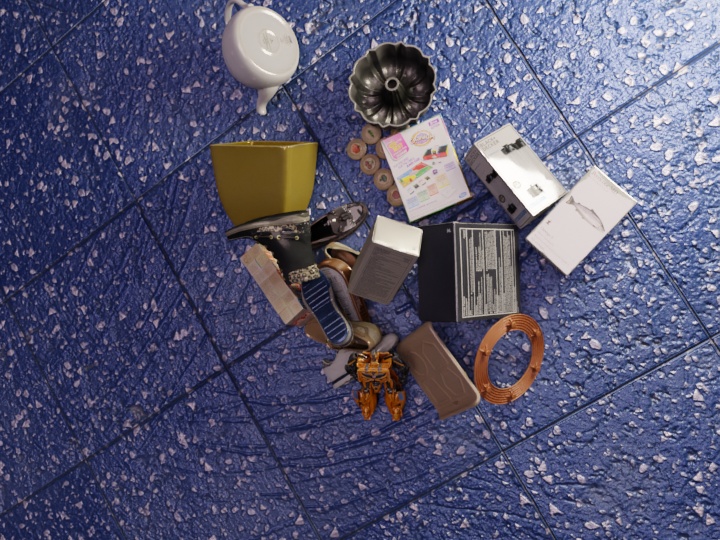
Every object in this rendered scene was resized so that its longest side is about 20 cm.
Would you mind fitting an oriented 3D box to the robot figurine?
[{"bbox_3d":[0.041,0.254,1.412,0.144,0.058,0.201,-1,132,11],"label":"robot figurine"}]

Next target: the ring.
[{"bbox_3d":[0.320,0.190,1.338,0.019,0.199,0.202,24,99,57],"label":"ring"}]

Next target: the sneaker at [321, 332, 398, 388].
[{"bbox_3d":[-0.002,0.195,1.474,0.199,0.076,0.081,-35,74,12],"label":"sneaker"}]

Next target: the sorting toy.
[{"bbox_3d":[0.170,0.220,1.392,0.036,0.185,0.201,-26,78,-29],"label":"sorting toy"}]

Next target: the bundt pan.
[{"bbox_3d":[0.075,-0.407,1.434,0.200,0.076,0.204,-1,82,9],"label":"bundt pan"}]

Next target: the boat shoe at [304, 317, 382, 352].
[{"bbox_3d":[-0.051,0.144,1.439,0.198,0.064,0.072,2,113,29],"label":"boat shoe"}]

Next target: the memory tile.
[{"bbox_3d":[0.074,-0.266,1.477,0.153,0.017,0.200,-43,80,11],"label":"memory tile"}]

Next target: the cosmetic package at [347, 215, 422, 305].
[{"bbox_3d":[0.048,-0.017,1.339,0.103,0.200,0.074,18,53,-8],"label":"cosmetic package"}]

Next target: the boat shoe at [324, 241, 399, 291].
[{"bbox_3d":[0.000,0.000,1.471,0.199,0.068,0.075,28,98,13],"label":"boat shoe"}]

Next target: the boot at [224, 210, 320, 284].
[{"bbox_3d":[-0.191,-0.042,1.391,0.202,0.073,0.155,-10,103,17],"label":"boot"}]

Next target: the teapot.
[{"bbox_3d":[-0.253,-0.515,1.499,0.146,0.197,0.202,-14,52,50],"label":"teapot"}]

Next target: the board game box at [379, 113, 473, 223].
[{"bbox_3d":[0.148,-0.228,1.428,0.152,0.040,0.202,-21,85,14],"label":"board game box"}]

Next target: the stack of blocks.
[{"bbox_3d":[-0.182,0.035,1.482,0.059,0.115,0.201,-41,70,11],"label":"stack of blocks"}]

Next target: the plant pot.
[{"bbox_3d":[-0.217,-0.195,1.473,0.192,0.195,0.202,4,104,15],"label":"plant pot"}]

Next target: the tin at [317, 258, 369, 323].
[{"bbox_3d":[-0.050,0.071,1.467,0.111,0.042,0.202,-11,106,37],"label":"tin"}]

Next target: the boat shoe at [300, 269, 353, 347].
[{"bbox_3d":[-0.073,0.088,1.402,0.072,0.072,0.201,-29,59,7],"label":"boat shoe"}]

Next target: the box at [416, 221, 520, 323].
[{"bbox_3d":[0.226,0.002,1.331,0.123,0.197,0.202,-3,89,52],"label":"box"}]

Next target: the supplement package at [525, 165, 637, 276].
[{"bbox_3d":[0.455,-0.099,1.321,0.117,0.117,0.200,43,100,12],"label":"supplement package"}]

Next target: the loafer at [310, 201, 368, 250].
[{"bbox_3d":[-0.074,-0.100,1.494,0.199,0.063,0.072,-28,83,14],"label":"loafer"}]

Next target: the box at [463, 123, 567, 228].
[{"bbox_3d":[0.329,-0.203,1.352,0.116,0.060,0.201,-30,77,-23],"label":"box"}]
